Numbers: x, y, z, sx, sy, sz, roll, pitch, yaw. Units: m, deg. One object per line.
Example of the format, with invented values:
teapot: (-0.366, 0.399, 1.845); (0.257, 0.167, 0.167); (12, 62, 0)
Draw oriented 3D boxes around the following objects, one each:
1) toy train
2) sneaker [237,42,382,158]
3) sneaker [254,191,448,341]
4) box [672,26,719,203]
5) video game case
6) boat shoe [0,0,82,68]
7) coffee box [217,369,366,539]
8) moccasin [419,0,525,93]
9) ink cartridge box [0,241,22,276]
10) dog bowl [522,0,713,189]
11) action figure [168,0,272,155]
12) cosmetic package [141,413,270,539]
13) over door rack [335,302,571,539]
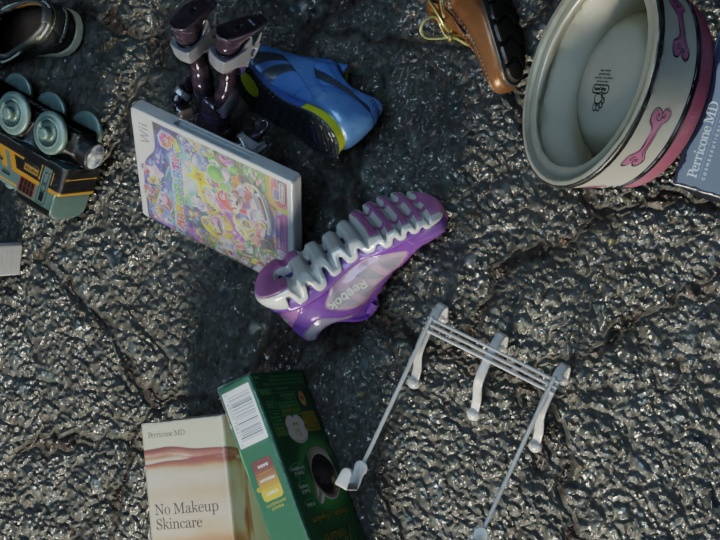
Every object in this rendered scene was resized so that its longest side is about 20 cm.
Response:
toy train: (-0.364, -0.139, 1.449); (0.199, 0.085, 0.115); (28, 108, 22)
sneaker: (-0.061, -0.186, 1.334); (0.078, 0.066, 0.199); (-41, 56, -22)
sneaker: (0.000, 0.000, 1.288); (0.199, 0.081, 0.089); (-30, 118, 2)
box: (0.378, -0.110, 1.106); (0.198, 0.104, 0.150); (17, 95, 23)
video game case: (-0.143, -0.075, 1.333); (0.198, 0.018, 0.144); (26, 139, 23)
boat shoe: (-0.406, -0.261, 1.478); (0.198, 0.067, 0.073); (-6, 87, 25)
coffee box: (-0.063, 0.196, 1.277); (0.044, 0.123, 0.202); (-26, 79, 19)
moccasin: (0.092, -0.253, 1.256); (0.077, 0.073, 0.203); (-33, 78, 28)
ink cartridge box: (-0.503, -0.011, 1.436); (0.196, 0.200, 0.044); (1, 90, 24)
dog bowl: (0.222, -0.160, 1.144); (0.200, 0.073, 0.203); (-43, 40, 51)
action figure: (-0.141, -0.168, 1.318); (0.129, 0.069, 0.201); (33, 142, 19)
cosmetic package: (-0.148, 0.245, 1.331); (0.102, 0.087, 0.203); (-10, 84, 24)
over door rack: (0.088, 0.149, 1.234); (0.147, 0.067, 0.201); (25, 77, 22)
